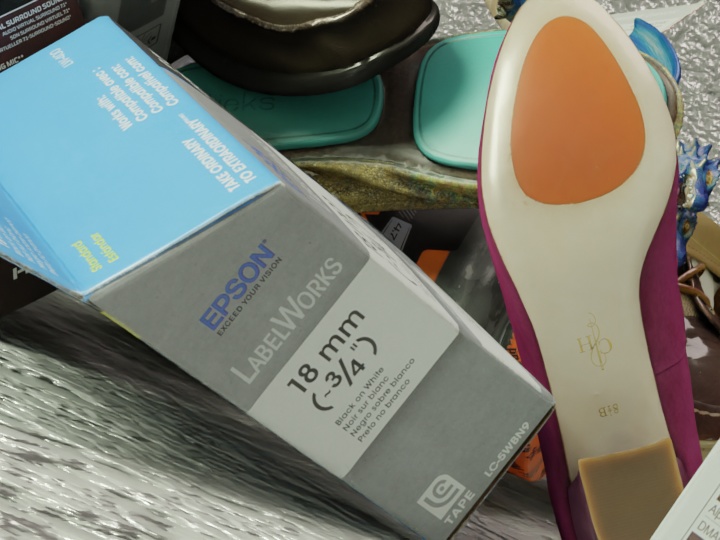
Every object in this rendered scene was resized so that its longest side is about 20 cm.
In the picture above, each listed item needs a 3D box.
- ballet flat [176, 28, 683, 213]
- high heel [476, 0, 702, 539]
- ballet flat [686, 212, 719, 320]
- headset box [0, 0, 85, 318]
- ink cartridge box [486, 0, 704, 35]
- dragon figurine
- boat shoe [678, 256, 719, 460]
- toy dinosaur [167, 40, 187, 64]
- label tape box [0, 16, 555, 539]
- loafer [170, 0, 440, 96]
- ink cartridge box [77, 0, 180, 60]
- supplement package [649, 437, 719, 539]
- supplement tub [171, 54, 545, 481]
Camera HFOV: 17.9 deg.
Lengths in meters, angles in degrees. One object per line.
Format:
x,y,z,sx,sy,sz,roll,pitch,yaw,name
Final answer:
0.020,-0.047,0.823,0.198,0.071,0.071,-1,-4,16,ballet flat
0.076,0.011,0.759,0.067,0.202,0.096,-5,-14,4,high heel
0.164,0.027,1.053,0.199,0.069,0.063,35,29,-19,ballet flat
-0.159,-0.100,0.781,0.075,0.201,0.148,-28,27,-23,headset box
0.053,-0.060,1.076,0.199,0.050,0.160,-33,20,-34,ink cartridge box
0.095,-0.077,0.965,0.099,0.059,0.201,17,33,-17,dragon figurine
0.113,0.022,0.961,0.072,0.073,0.200,-4,20,-22,boat shoe
-0.088,-0.114,0.947,0.198,0.103,0.077,-5,55,-17,toy dinosaur
-0.049,-0.014,0.696,0.200,0.063,0.144,38,4,-37,label tape box
-0.055,-0.127,0.821,0.199,0.073,0.072,31,-33,35,loafer
-0.136,-0.154,0.824,0.200,0.050,0.162,52,-25,14,ink cartridge box
0.182,0.082,0.641,0.155,0.111,0.200,36,6,15,supplement package
0.000,0.000,0.911,0.199,0.123,0.122,23,2,18,supplement tub
